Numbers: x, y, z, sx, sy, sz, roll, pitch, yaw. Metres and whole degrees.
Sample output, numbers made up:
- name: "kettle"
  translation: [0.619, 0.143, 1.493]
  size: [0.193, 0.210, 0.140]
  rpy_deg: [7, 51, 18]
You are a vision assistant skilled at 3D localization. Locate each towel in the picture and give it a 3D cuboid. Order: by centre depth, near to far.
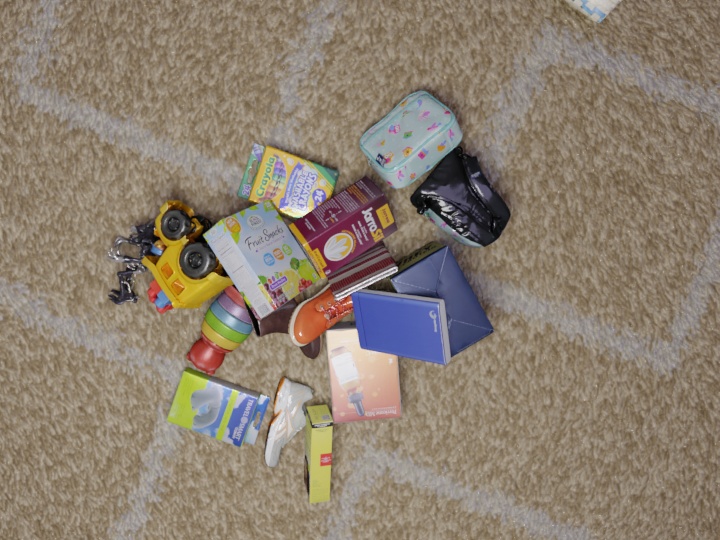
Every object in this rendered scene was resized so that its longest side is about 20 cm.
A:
- name: "towel"
  translation: [0.000, 0.000, 1.411]
  size: [0.143, 0.200, 0.023]
  rpy_deg: [-26, 108, 1]

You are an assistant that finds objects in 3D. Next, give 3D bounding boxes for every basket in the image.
- name: "basket"
  translation: [0.506, -0.638, 1.400]
  size: [0.176, 0.139, 0.200]
  rpy_deg: [36, 123, -5]

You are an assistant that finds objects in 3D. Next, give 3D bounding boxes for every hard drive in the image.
- name: "hard drive"
  translation: [0.077, 0.108, 1.329]
  size: [0.198, 0.025, 0.133]
  rpy_deg: [7, 117, 34]

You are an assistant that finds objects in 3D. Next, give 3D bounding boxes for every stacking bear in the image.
- name: "stacking bear"
  translation: [-0.295, 0.128, 1.457]
  size: [0.121, 0.114, 0.201]
  rpy_deg: [34, 97, -5]

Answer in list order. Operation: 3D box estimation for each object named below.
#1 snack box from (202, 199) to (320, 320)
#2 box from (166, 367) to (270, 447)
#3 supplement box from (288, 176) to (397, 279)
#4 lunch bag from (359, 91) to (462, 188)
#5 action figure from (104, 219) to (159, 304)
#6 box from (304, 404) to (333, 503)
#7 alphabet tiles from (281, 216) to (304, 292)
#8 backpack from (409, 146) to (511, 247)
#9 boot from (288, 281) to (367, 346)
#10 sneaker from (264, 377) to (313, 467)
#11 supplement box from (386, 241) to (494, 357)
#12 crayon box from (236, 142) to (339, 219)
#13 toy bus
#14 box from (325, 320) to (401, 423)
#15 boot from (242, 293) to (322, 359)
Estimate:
- name: "snack box"
  translation: [-0.193, -0.026, 1.352]
  size: [0.067, 0.169, 0.201]
  rpy_deg: [-33, 92, 33]
- name: "box"
  translation: [-0.313, 0.307, 1.497]
  size: [0.198, 0.048, 0.123]
  rpy_deg: [20, 94, -3]
- name: "supplement box"
  translation: [-0.034, -0.090, 1.424]
  size: [0.199, 0.086, 0.111]
  rpy_deg: [-33, 134, -6]
- name: "lunch bag"
  translation: [0.098, -0.277, 1.421]
  size: [0.199, 0.077, 0.161]
  rpy_deg: [-38, 51, 0]
- name: "action figure"
  translation: [-0.483, -0.030, 1.430]
  size: [0.101, 0.119, 0.202]
  rpy_deg: [22, 99, -9]
- name: "box"
  translation: [-0.092, 0.400, 1.475]
  size: [0.050, 0.075, 0.202]
  rpy_deg: [-1, 108, -15]
- name: "alphabet tiles"
  translation: [-0.190, -0.034, 1.468]
  size: [0.199, 0.008, 0.168]
  rpy_deg: [25, 93, -20]
- name: "backpack"
  translation: [0.223, -0.141, 1.445]
  size: [0.200, 0.127, 0.167]
  rpy_deg: [41, 94, -2]
- name: "boot"
  translation: [-0.066, 0.082, 1.410]
  size: [0.200, 0.107, 0.075]
  rpy_deg: [-47, 115, -35]
- name: "sneaker"
  translation: [-0.157, 0.344, 1.496]
  size: [0.091, 0.076, 0.202]
  rpy_deg: [14, 95, -8]
- name: "supplement box"
  translation: [0.157, 0.060, 1.421]
  size: [0.133, 0.200, 0.201]
  rpy_deg: [-30, 95, 0]
- name: "crayon box"
  translation: [-0.158, -0.186, 1.462]
  size: [0.198, 0.052, 0.127]
  rpy_deg: [19, 94, -3]
- name: "toy bus"
  translation: [-0.371, -0.013, 1.372]
  size: [0.191, 0.136, 0.201]
  rpy_deg: [-38, 80, 10]
- name: "box"
  translation: [0.006, 0.215, 1.474]
  size: [0.151, 0.106, 0.202]
  rpy_deg: [-5, 95, -2]
- name: "boot"
  translation: [-0.165, 0.115, 1.424]
  size: [0.072, 0.166, 0.202]
  rpy_deg: [-14, 97, 35]
